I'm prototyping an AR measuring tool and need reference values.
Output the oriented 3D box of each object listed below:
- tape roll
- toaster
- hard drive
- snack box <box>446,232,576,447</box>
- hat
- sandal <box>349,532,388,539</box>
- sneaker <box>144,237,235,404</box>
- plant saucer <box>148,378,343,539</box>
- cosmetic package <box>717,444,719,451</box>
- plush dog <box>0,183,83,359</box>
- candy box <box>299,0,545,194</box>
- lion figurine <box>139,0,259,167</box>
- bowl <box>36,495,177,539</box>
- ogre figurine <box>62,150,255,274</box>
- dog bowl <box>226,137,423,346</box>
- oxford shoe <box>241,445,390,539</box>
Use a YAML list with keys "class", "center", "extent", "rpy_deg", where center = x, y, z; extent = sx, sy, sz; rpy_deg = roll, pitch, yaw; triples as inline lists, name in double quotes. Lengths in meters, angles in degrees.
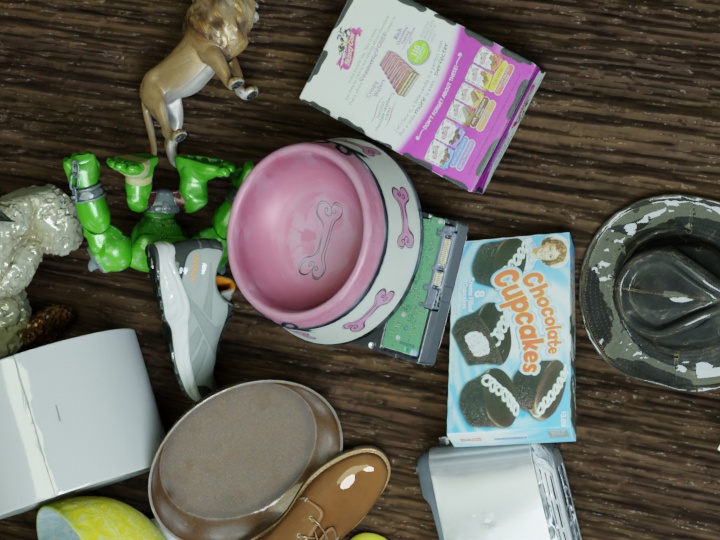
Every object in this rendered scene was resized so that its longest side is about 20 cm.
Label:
- class: "tape roll"
  center: [-0.298, 0.152, 1.584]
  extent: [0.201, 0.203, 0.140]
  rpy_deg: [-20, 83, 14]
- class: "toaster"
  center: [0.136, 0.244, 1.508]
  extent: [0.128, 0.114, 0.202]
  rpy_deg: [-14, 84, 12]
- class: "hard drive"
  center: [0.000, 0.000, 1.560]
  extent: [0.199, 0.038, 0.141]
  rpy_deg: [14, 92, 34]
- class: "snack box"
  center: [0.142, 0.063, 1.505]
  extent: [0.115, 0.037, 0.202]
  rpy_deg: [-5, 60, 15]
- class: "hat"
  center: [0.295, 0.020, 1.483]
  extent: [0.199, 0.081, 0.203]
  rpy_deg: [-1, 88, 15]
- class: "sandal"
  center: [-0.031, 0.351, 1.566]
  extent: [0.079, 0.087, 0.202]
  rpy_deg: [23, 97, 13]
- class: "sneaker"
  center: [-0.155, 0.052, 1.573]
  extent: [0.079, 0.201, 0.074]
  rpy_deg: [-14, 42, -11]
- class: "plant saucer"
  center: [-0.114, 0.182, 1.560]
  extent: [0.201, 0.200, 0.035]
  rpy_deg: [-50, 39, 9]
- class: "cosmetic package"
  center: [0.420, 0.188, 1.445]
  extent: [0.199, 0.082, 0.051]
  rpy_deg: [30, 97, 13]
- class: "plush dog"
  center: [-0.388, 0.013, 1.652]
  extent: [0.198, 0.161, 0.173]
  rpy_deg: [1, 112, 15]
- class: "candy box"
  center: [0.060, -0.179, 1.563]
  extent: [0.199, 0.061, 0.137]
  rpy_deg: [30, 97, 13]
- class: "lion figurine"
  center: [-0.173, -0.200, 1.624]
  extent: [0.199, 0.072, 0.123]
  rpy_deg: [-38, 69, 17]
- class: "bowl"
  center: [-0.227, 0.301, 1.597]
  extent: [0.107, 0.200, 0.201]
  rpy_deg: [-25, 80, -28]
- class: "ogre figurine"
  center: [-0.194, -0.054, 1.604]
  extent: [0.098, 0.199, 0.121]
  rpy_deg: [26, 115, 49]
- class: "dog bowl"
  center: [-0.042, -0.032, 1.526]
  extent: [0.199, 0.074, 0.202]
  rpy_deg: [-4, 82, 31]
- class: "oxford shoe"
  center: [-0.045, 0.252, 1.566]
  extent: [0.200, 0.071, 0.071]
  rpy_deg: [-43, 104, 1]
